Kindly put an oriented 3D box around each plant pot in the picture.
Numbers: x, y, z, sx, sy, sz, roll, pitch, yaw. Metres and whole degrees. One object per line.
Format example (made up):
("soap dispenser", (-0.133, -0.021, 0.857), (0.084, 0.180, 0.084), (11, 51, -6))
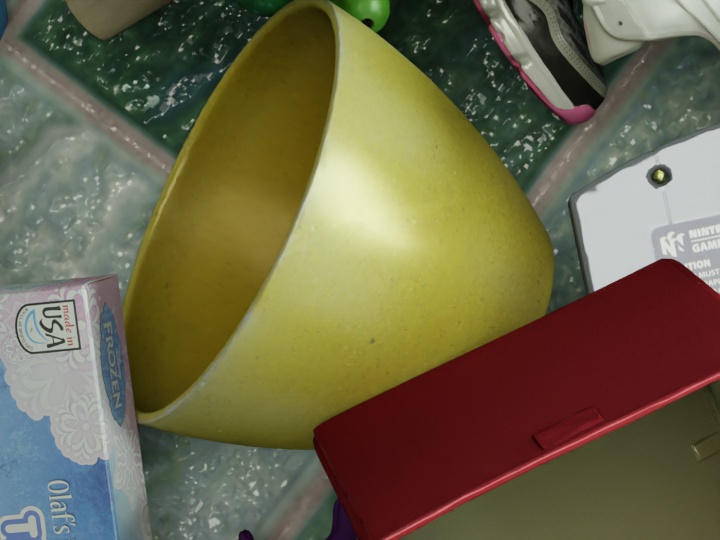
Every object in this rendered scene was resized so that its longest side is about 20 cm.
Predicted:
("plant pot", (0.000, 0.000, 1.311), (0.142, 0.200, 0.201), (24, 84, -19))

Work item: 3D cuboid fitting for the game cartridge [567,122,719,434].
("game cartridge", (0.196, -0.005, 1.295), (0.199, 0.041, 0.134), (-11, 86, 4))

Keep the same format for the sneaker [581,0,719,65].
("sneaker", (0.112, -0.143, 1.302), (0.200, 0.078, 0.100), (33, 100, 5))

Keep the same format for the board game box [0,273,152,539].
("board game box", (-0.189, 0.111, 1.285), (0.198, 0.043, 0.201), (-6, 95, 16))

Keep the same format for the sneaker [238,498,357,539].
("sneaker", (-0.057, 0.173, 1.346), (0.200, 0.074, 0.088), (-32, 71, -12))

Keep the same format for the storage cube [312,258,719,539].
("storage cube", (0.098, 0.119, 1.184), (0.199, 0.180, 0.171), (-26, 104, -2))

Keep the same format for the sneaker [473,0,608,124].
("sneaker", (0.082, -0.167, 1.370), (0.087, 0.074, 0.201), (-22, 78, 6))

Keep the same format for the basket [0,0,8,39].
("basket", (-0.251, -0.074, 1.333), (0.176, 0.200, 0.140), (-6, 119, 3))

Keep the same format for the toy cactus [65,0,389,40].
("toy cactus", (-0.067, -0.173, 1.383), (0.165, 0.102, 0.200), (-38, 85, 17))
